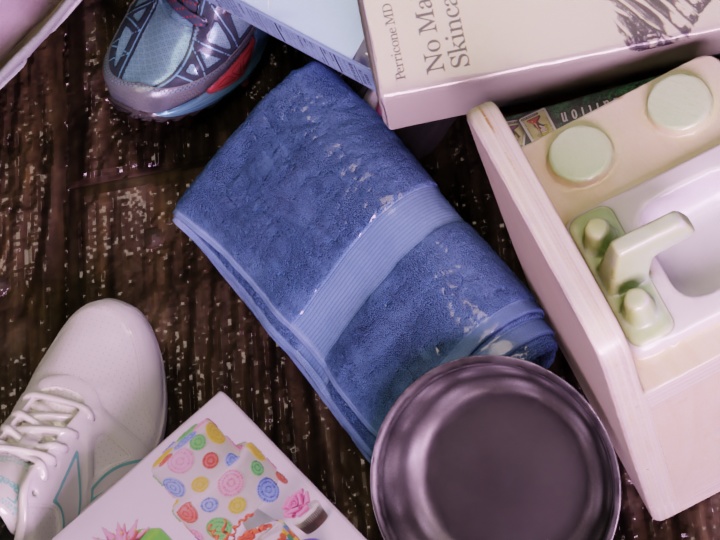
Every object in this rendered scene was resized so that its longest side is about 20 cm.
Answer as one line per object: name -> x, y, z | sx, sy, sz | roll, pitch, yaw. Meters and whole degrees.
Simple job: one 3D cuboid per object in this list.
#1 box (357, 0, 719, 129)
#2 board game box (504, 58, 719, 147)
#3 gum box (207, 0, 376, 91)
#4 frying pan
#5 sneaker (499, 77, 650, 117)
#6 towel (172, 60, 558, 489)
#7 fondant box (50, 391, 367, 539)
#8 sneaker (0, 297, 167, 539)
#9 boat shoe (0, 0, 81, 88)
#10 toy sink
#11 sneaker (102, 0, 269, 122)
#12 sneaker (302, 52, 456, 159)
box -> 0.099, -0.125, 1.032 | 0.200, 0.068, 0.082 | -13, 82, 1
board game box -> 0.162, -0.063, 1.069 | 0.200, 0.105, 0.023 | -15, 61, 8
gum box -> -0.021, -0.199, 1.111 | 0.200, 0.045, 0.170 | 30, 85, 11
frying pan -> 0.094, 0.104, 1.001 | 0.190, 0.031, 0.115 | 17, 100, 19
sneaker -> 0.148, -0.090, 1.094 | 0.200, 0.073, 0.077 | -7, 24, 19
towel -> 0.000, 0.000, 1.091 | 0.112, 0.049, 0.200 | -49, 60, 19
fondant box -> -0.048, 0.170, 0.997 | 0.144, 0.058, 0.200 | -41, 61, -9
sneaker -> -0.148, 0.098, 1.085 | 0.070, 0.080, 0.201 | 11, 67, 21
boat shoe -> -0.177, -0.153, 1.205 | 0.202, 0.074, 0.065 | -51, 29, -8
toy sink -> 0.136, -0.001, 0.992 | 0.112, 0.200, 0.130 | -27, 61, 1
sneaker -> -0.073, -0.169, 1.184 | 0.079, 0.096, 0.200 | 29, 75, 25
sneaker -> 0.037, -0.160, 1.162 | 0.086, 0.080, 0.200 | 27, 73, 26
